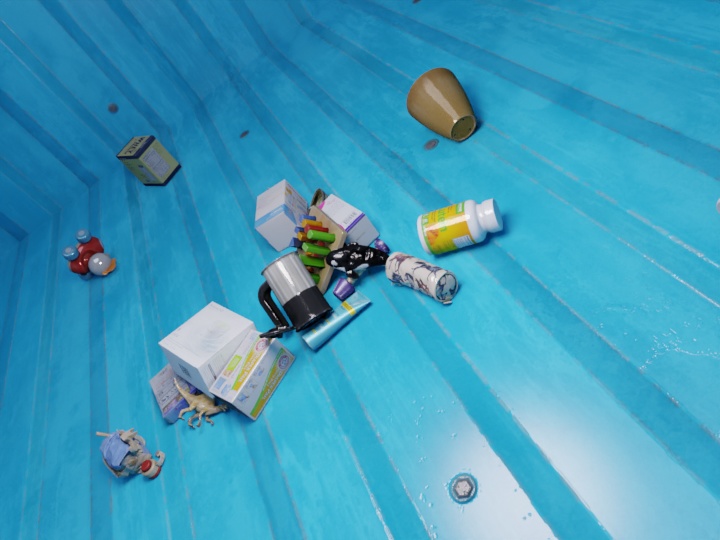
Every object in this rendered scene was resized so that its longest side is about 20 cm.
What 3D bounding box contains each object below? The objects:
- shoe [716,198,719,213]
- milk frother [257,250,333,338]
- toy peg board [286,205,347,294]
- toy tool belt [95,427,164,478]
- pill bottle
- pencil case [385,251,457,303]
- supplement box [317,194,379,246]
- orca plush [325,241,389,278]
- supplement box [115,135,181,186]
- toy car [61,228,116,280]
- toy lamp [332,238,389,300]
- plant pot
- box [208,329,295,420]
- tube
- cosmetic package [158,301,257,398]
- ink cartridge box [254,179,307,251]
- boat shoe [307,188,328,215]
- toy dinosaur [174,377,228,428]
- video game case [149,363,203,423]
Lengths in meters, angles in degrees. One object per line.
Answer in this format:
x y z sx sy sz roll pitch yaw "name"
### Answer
0.811 -0.133 1.116 0.199 0.072 0.091 17 62 39 "shoe"
-0.203 0.073 1.512 0.180 0.200 0.189 -35 82 10 "milk frother"
-0.155 -0.068 1.677 0.199 0.097 0.201 43 117 47 "toy peg board"
-0.637 0.494 1.565 0.199 0.123 0.125 10 59 42 "toy tool belt"
0.256 -0.116 1.481 0.199 0.111 0.112 -16 44 25 "pill bottle"
0.153 0.019 1.459 0.078 0.090 0.199 -25 31 -32 "pencil case"
-0.051 -0.138 1.742 0.101 0.103 0.200 -45 41 -7 "supplement box"
0.004 -0.032 1.554 0.199 0.071 0.106 17 71 9 "orca plush"
-1.008 -0.520 2.751 0.199 0.200 0.135 7 57 41 "supplement box"
-1.108 -0.048 2.442 0.199 0.185 0.178 16 58 12 "toy car"
0.000 0.000 1.610 0.200 0.058 0.058 -46 40 -13 "toy lamp"
0.269 -0.498 1.804 0.186 0.186 0.201 -34 53 5 "plant pot"
-0.283 0.272 1.526 0.112 0.101 0.201 10 59 43 "box"
-0.064 0.132 1.544 0.200 0.051 0.077 -40 38 -9 "tube"
-0.411 0.214 1.610 0.199 0.124 0.200 19 46 39 "cosmetic package"
-0.261 -0.192 1.924 0.125 0.129 0.201 -28 41 21 "ink cartridge box"
-0.146 -0.185 1.886 0.071 0.066 0.202 -13 46 27 "boat shoe"
-0.449 0.375 1.588 0.199 0.058 0.101 17 58 23 "toy dinosaur"
-0.513 0.318 1.700 0.200 0.046 0.181 -43 40 -6 "video game case"
